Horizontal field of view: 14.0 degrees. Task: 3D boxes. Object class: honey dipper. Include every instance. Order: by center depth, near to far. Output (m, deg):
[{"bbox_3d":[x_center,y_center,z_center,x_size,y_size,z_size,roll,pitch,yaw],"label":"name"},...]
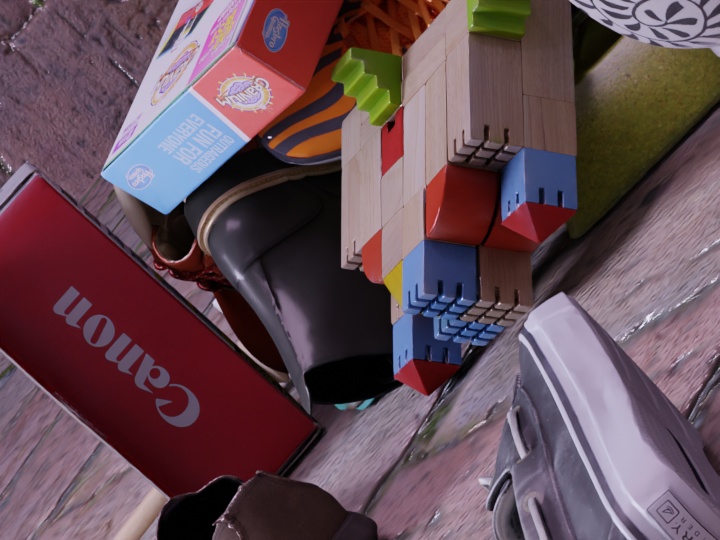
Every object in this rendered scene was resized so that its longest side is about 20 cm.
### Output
[{"bbox_3d":[-0.103,0.112,1.658,0.200,0.038,0.038,-51,9,-2],"label":"honey dipper"}]

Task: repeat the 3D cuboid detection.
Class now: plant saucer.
[{"bbox_3d":[0.155,-0.129,1.385,0.200,0.048,0.200,-46,10,20],"label":"plant saucer"}]

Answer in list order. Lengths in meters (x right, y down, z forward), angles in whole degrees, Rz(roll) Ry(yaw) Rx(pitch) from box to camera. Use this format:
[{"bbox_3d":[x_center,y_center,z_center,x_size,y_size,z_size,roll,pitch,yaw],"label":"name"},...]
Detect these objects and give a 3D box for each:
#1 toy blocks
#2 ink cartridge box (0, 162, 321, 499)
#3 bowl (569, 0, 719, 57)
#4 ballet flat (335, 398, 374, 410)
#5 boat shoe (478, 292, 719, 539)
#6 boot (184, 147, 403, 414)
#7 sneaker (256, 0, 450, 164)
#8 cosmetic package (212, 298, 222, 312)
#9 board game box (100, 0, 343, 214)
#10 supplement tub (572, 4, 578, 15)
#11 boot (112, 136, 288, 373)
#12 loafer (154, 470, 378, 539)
[{"bbox_3d":[0.042,-0.031,1.304,0.200,0.100,0.137,135,139,-59],"label":"toy blocks"},{"bbox_3d":[-0.123,0.042,1.517,0.084,0.200,0.176,-48,9,-3],"label":"ink cartridge box"},{"bbox_3d":[0.165,-0.150,1.218,0.200,0.094,0.201,-29,22,13],"label":"bowl"},{"bbox_3d":[0.000,0.000,1.519,0.067,0.070,0.200,-47,9,32],"label":"ballet flat"},{"bbox_3d":[0.069,0.064,0.940,0.071,0.072,0.200,-43,12,8],"label":"boat shoe"},{"bbox_3d":[0.030,-0.005,1.438,0.199,0.139,0.078,-19,-35,-15],"label":"boot"},{"bbox_3d":[0.023,-0.129,1.377,0.200,0.078,0.112,-39,-11,4],"label":"sneaker"},{"bbox_3d":[-0.003,-0.039,1.742,0.200,0.051,0.083,-41,11,39],"label":"cosmetic package"},{"bbox_3d":[-0.046,-0.141,1.421,0.153,0.040,0.201,-37,27,54],"label":"board game box"},{"bbox_3d":[0.115,-0.209,1.590,0.200,0.145,0.145,-51,10,-10],"label":"supplement tub"},{"bbox_3d":[-0.072,-0.011,1.526,0.075,0.201,0.107,-8,32,27],"label":"boot"},{"bbox_3d":[-0.057,0.120,1.303,0.073,0.071,0.200,-53,10,-26],"label":"loafer"}]
